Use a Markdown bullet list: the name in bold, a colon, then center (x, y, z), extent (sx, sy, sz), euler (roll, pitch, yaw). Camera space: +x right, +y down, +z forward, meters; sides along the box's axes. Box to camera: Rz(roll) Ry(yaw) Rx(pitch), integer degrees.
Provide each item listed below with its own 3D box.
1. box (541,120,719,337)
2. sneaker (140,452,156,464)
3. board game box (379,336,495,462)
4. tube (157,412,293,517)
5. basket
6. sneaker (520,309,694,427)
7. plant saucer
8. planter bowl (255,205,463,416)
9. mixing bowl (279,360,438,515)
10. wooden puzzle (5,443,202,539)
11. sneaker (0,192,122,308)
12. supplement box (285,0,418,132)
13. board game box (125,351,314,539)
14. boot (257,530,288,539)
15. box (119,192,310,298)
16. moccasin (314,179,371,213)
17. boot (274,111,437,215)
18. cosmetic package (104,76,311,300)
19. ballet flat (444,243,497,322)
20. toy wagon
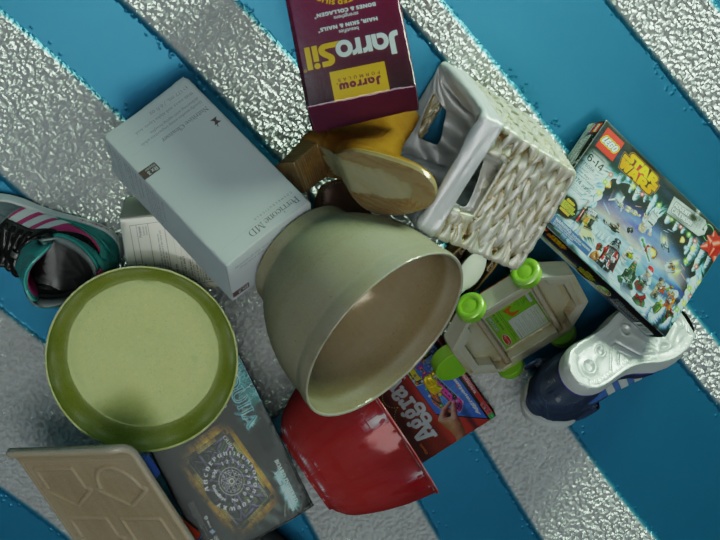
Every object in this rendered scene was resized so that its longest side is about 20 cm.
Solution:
- **box**: center (0.285, -0.043, 1.569), extent (0.200, 0.040, 0.137), euler (40, 74, -16)
- **sneaker**: center (-0.227, 0.174, 1.622), extent (0.074, 0.082, 0.201), euler (26, 106, -13)
- **board game box**: center (0.057, 0.114, 1.653), extent (0.103, 0.019, 0.200), euler (-33, 109, 9)
- **tube**: center (-0.157, 0.223, 1.633), extent (0.199, 0.050, 0.078), euler (-25, 110, -11)
- **basket**: center (0.120, -0.106, 1.486), extent (0.123, 0.200, 0.136), euler (25, 107, -19)
- **sneaker**: center (0.265, 0.110, 1.644), extent (0.199, 0.147, 0.081), euler (-22, 75, -33)
- **plant saucer**: center (-0.226, 0.089, 1.527), extent (0.199, 0.031, 0.201), euler (-1, 104, -3)
- **planter bowl**: center (-0.016, 0.022, 1.428), extent (0.135, 0.200, 0.201), euler (44, 106, 27)
- **mixing bowl**: center (-0.016, 0.184, 1.567), extent (0.108, 0.200, 0.201), euler (-33, 109, -5)
- **wooden puzzle**: center (-0.259, 0.247, 1.570), extent (0.184, 0.046, 0.200), euler (-6, 128, 38)
- **sneaker**: center (-0.351, -0.017, 1.523), extent (0.199, 0.121, 0.084), euler (11, 109, -7)
- **supplement box**: center (-0.015, -0.250, 1.434), extent (0.110, 0.086, 0.201), euler (-11, 80, 1)
- **board game box**: center (-0.152, 0.200, 1.595), extent (0.135, 0.028, 0.201), euler (-26, 98, -11)
- **boot**: center (-0.147, 0.361, 1.710), extent (0.165, 0.066, 0.200), euler (-43, 112, 13)
- **box**: center (-0.148, -0.037, 1.552), extent (0.199, 0.078, 0.096), euler (-6, 111, -1)
- **moccasin**: center (-0.002, 0.000, 1.548), extent (0.073, 0.078, 0.203), euler (-8, 81, -14)
- **boot**: center (0.023, -0.122, 1.458), extent (0.200, 0.144, 0.071), euler (9, 127, 37)
- **cosmetic package**: center (-0.150, -0.082, 1.464), extent (0.113, 0.081, 0.200), euler (-40, 68, -18)
- **ballet flat**: center (0.082, 0.028, 1.584), extent (0.069, 0.063, 0.200), euler (36, 95, -15)
- **toy wagon**: center (0.149, 0.064, 1.591), extent (0.199, 0.040, 0.155), euler (-31, 143, 5)
